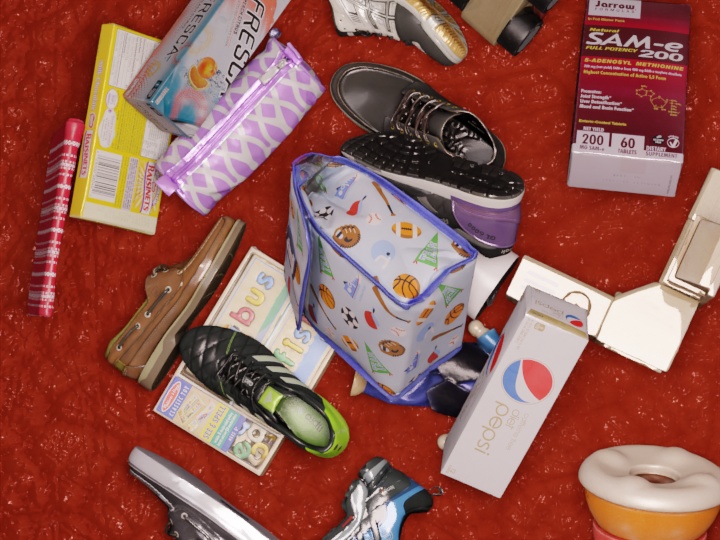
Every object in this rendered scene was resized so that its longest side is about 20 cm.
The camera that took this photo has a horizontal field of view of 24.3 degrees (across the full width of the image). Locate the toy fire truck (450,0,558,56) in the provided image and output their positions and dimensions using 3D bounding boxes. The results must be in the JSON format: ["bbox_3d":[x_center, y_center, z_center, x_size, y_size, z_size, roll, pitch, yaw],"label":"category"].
[{"bbox_3d":[0.186,-0.342,1.682,0.129,0.176,0.200,42,48,7],"label":"toy fire truck"}]

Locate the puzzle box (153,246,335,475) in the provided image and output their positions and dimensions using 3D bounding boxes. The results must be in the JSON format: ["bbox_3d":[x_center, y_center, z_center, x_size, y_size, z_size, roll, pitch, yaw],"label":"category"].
[{"bbox_3d":[-0.107,0.092,1.721,0.133,0.025,0.200,30,89,8],"label":"puzzle box"}]

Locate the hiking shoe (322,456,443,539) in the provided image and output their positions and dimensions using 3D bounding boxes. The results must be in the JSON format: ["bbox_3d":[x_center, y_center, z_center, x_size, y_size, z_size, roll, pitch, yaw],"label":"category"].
[{"bbox_3d":[0.000,0.289,1.671,0.087,0.074,0.200,28,89,8],"label":"hiking shoe"}]

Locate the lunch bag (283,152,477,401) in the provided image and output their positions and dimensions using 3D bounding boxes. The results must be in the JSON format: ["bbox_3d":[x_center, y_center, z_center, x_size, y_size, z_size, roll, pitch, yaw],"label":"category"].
[{"bbox_3d":[0.000,0.000,1.614,0.124,0.170,0.200,-35,64,-27],"label":"lunch bag"}]

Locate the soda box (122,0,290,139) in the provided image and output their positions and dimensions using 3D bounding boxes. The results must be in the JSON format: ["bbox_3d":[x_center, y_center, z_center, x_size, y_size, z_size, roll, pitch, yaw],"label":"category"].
[{"bbox_3d":[-0.151,-0.234,1.703,0.064,0.068,0.200,41,77,-34],"label":"soda box"}]

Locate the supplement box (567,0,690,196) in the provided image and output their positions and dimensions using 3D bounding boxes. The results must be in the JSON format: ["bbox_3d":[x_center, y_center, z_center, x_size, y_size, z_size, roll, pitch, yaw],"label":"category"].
[{"bbox_3d":[0.266,-0.174,1.647,0.109,0.061,0.200,6,57,5],"label":"supplement box"}]

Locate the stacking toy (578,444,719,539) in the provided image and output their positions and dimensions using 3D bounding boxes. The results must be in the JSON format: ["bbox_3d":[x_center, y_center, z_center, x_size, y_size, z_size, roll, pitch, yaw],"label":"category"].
[{"bbox_3d":[0.280,0.281,1.638,0.146,0.146,0.201,4,105,6],"label":"stacking toy"}]

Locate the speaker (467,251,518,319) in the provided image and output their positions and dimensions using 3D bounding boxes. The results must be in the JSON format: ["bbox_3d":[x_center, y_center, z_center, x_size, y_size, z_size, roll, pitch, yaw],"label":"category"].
[{"bbox_3d":[0.059,-0.037,1.688,0.200,0.081,0.081,36,90,8],"label":"speaker"}]

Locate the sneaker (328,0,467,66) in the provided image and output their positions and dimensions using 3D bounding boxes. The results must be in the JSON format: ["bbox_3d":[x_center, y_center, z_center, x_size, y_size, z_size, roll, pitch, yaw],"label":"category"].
[{"bbox_3d":[0.020,-0.265,1.724,0.200,0.076,0.088,41,106,10],"label":"sneaker"}]

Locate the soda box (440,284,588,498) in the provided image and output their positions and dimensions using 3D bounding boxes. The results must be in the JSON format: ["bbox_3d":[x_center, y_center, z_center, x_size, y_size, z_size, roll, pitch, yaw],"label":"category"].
[{"bbox_3d":[0.148,0.118,1.619,0.068,0.064,0.200,23,116,-5],"label":"soda box"}]

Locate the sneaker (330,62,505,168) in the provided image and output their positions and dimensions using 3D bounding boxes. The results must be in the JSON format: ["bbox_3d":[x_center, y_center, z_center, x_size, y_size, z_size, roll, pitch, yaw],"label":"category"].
[{"bbox_3d":[0.058,-0.160,1.684,0.200,0.106,0.075,27,89,7],"label":"sneaker"}]

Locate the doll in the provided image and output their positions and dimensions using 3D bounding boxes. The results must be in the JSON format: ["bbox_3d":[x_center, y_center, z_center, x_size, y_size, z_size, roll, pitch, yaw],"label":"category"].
[{"bbox_3d":[0.093,0.115,1.689,0.199,0.048,0.137,10,95,4],"label":"doll"}]

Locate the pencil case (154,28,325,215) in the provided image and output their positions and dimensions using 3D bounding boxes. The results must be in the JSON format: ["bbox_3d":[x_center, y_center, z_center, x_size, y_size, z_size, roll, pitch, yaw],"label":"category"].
[{"bbox_3d":[-0.123,-0.148,1.712,0.084,0.085,0.200,42,91,2],"label":"pencil case"}]

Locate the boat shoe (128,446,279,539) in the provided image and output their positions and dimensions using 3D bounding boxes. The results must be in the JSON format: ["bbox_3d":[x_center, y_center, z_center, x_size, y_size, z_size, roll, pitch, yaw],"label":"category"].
[{"bbox_3d":[-0.162,0.257,1.697,0.200,0.070,0.066,35,88,0],"label":"boat shoe"}]

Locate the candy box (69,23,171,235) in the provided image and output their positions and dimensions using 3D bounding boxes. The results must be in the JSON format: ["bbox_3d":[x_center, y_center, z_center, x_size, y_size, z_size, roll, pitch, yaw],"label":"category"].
[{"bbox_3d":[-0.238,-0.144,1.718,0.026,0.102,0.201,6,85,40],"label":"candy box"}]

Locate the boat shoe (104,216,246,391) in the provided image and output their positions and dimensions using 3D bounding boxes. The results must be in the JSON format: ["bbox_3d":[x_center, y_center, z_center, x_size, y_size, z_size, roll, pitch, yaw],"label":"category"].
[{"bbox_3d":[-0.191,0.023,1.711,0.068,0.072,0.200,32,89,6],"label":"boat shoe"}]

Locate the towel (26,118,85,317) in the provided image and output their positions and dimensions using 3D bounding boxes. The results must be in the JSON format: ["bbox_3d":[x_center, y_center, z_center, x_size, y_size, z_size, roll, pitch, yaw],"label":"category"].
[{"bbox_3d":[-0.309,-0.052,1.698,0.022,0.145,0.201,9,86,-15],"label":"towel"}]

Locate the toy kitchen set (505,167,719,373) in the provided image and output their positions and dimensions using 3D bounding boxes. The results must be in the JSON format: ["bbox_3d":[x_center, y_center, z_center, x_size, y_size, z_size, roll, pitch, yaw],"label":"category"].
[{"bbox_3d":[0.264,-0.027,1.626,0.180,0.163,0.200,25,88,7],"label":"toy kitchen set"}]

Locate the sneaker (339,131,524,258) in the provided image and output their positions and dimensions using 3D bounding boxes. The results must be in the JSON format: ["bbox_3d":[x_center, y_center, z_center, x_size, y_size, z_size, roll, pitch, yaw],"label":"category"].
[{"bbox_3d":[0.062,-0.067,1.618,0.200,0.076,0.088,23,127,29],"label":"sneaker"}]

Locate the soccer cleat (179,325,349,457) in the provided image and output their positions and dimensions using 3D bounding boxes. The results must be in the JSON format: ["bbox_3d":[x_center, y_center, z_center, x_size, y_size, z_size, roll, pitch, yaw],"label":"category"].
[{"bbox_3d":[-0.096,0.117,1.664,0.200,0.081,0.068,34,89,7],"label":"soccer cleat"}]
